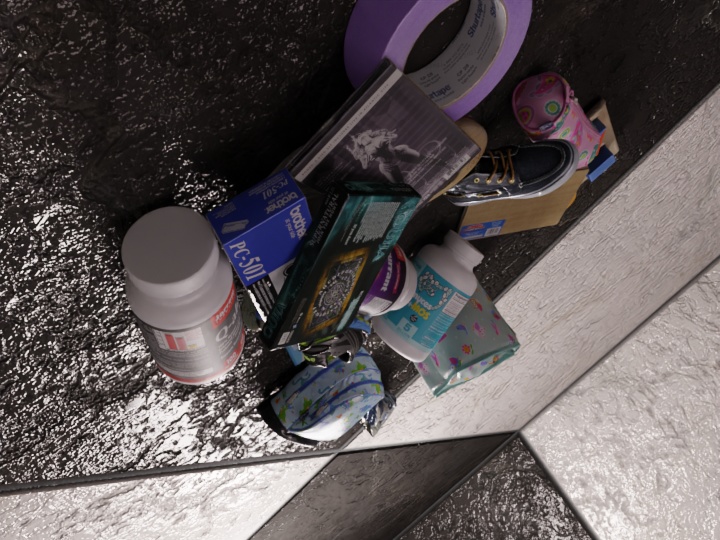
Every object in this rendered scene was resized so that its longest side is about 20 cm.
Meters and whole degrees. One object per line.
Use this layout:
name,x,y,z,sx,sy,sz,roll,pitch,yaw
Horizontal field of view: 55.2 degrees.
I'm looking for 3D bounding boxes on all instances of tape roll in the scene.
tape roll,0.081,-0.241,0.716,0.197,0.066,0.202,-28,152,-16

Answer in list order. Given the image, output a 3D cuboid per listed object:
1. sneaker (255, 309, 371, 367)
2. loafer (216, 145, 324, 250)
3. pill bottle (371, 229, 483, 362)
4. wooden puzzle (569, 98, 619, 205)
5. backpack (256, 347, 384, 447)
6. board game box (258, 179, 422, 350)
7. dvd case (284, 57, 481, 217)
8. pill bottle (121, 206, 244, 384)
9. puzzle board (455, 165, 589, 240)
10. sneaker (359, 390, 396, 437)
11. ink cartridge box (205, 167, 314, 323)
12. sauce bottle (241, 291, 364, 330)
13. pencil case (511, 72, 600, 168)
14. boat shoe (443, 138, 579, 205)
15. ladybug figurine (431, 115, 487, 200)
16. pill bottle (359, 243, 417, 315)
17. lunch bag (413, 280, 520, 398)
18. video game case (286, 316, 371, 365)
sneaker,-0.059,0.085,0.903,0.198,0.070,0.085,21,90,-51
loafer,-0.075,-0.084,0.780,0.197,0.071,0.070,-31,165,-6
pill bottle,0.113,0.037,1.109,0.202,0.110,0.110,-55,149,9
wooden puzzle,0.359,-0.172,1.163,0.185,0.047,0.199,-42,152,9
backpack,-0.053,0.215,1.193,0.201,0.153,0.163,-52,144,3
board game box,-0.022,-0.005,0.758,0.134,0.028,0.202,-7,133,-52
dvd case,0.031,-0.121,0.739,0.148,0.016,0.199,-43,145,17
pill bottle,-0.192,0.032,0.758,0.114,0.117,0.202,-26,151,-18
puzzle board,0.256,-0.109,1.119,0.195,0.018,0.152,-10,151,-13
sneaker,0.035,0.282,1.464,0.085,0.077,0.201,-39,161,-17
ink cartridge box,-0.092,-0.017,0.741,0.093,0.045,0.201,-31,155,-9
sauce bottle,-0.074,0.053,0.974,0.197,0.065,0.065,4,133,-47
pencil case,0.282,-0.208,0.977,0.087,0.088,0.199,-44,152,16
boat shoe,0.185,-0.133,0.919,0.197,0.073,0.090,-14,164,35
ladybug figurine,0.069,-0.136,0.847,0.197,0.073,0.137,-25,156,-20
pill bottle,0.000,0.000,0.937,0.111,0.112,0.199,-44,152,16
lunch bag,0.179,0.108,1.246,0.197,0.172,0.123,-18,154,-33
video game case,-0.036,0.067,1.097,0.197,0.018,0.144,-32,152,-10
